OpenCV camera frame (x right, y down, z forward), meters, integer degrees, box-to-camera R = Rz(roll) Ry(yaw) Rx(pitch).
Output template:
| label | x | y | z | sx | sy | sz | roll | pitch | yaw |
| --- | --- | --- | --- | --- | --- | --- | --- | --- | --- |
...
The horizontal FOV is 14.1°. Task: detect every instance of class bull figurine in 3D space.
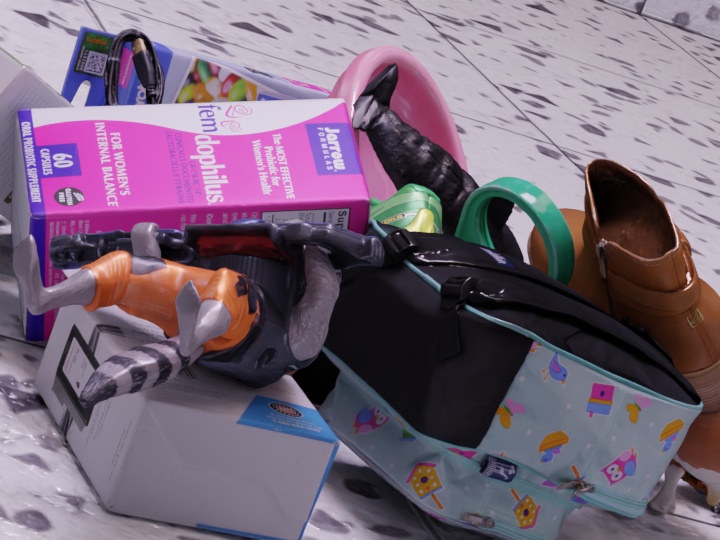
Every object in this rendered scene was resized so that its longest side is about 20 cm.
| label | x | y | z | sx | sy | sz | roll | pitch | yaw |
| --- | --- | --- | --- | --- | --- | --- | --- | --- | --- |
| bull figurine | 0.212 | 0.106 | 1.805 | 0.065 | 0.122 | 0.200 | 11 | 18 | -38 |

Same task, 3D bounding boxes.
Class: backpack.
| label | x | y | z | sx | sy | sz | roll | pitch | yaw |
| --- | --- | --- | --- | --- | --- | --- | --- | --- | --- |
| backpack | 0.086 | 0.074 | 1.671 | 0.200 | 0.154 | 0.176 | 14 | 11 | -35 |

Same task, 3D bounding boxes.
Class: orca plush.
| label | x | y | z | sx | sy | sz | roll | pitch | yaw |
| --- | --- | --- | --- | --- | --- | --- | --- | --- | --- |
| orca plush | 0.072 | -0.059 | 1.998 | 0.200 | 0.071 | 0.105 | 61 | 21 | -21 |

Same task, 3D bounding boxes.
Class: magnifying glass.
| label | x | y | z | sx | sy | sz | roll | pitch | yaw |
| --- | --- | --- | --- | --- | --- | --- | --- | --- | --- |
| magnifying glass | 0.069 | 0.000 | 1.807 | 0.022 | 0.200 | 0.080 | -29 | 87 | -31 |

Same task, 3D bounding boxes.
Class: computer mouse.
| label | x | y | z | sx | sy | sz | roll | pitch | yaw |
| --- | --- | --- | --- | --- | --- | --- | --- | --- | --- |
| computer mouse | -0.120 | -0.070 | 1.910 | 0.058 | 0.200 | 0.034 | -18 | -13 | -24 |

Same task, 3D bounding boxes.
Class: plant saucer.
| label | x | y | z | sx | sy | sz | roll | pitch | yaw |
| --- | --- | --- | --- | --- | --- | --- | --- | --- | --- |
| plant saucer | 0.019 | -0.055 | 2.042 | 0.051 | 0.201 | 0.200 | -11 | 0 | 25 |

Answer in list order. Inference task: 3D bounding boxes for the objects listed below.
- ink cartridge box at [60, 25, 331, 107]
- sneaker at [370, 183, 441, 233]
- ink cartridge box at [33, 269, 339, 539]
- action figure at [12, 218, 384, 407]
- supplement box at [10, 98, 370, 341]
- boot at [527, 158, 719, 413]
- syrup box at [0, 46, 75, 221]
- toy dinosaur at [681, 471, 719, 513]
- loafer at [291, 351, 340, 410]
| label | x | y | z | sx | sy | sz | roll | pitch | yaw |
| --- | --- | --- | --- | --- | --- | --- | --- | --- | --- |
| ink cartridge box | -0.118 | -0.091 | 2.040 | 0.200 | 0.120 | 0.042 | 14 | 10 | -27 |
| sneaker | 0.000 | 0.000 | 1.839 | 0.074 | 0.084 | 0.200 | 29 | -27 | -21 |
| ink cartridge box | -0.103 | 0.068 | 1.590 | 0.116 | 0.068 | 0.200 | 14 | 17 | -25 |
| action figure | -0.098 | 0.023 | 1.515 | 0.200 | 0.105 | 0.193 | -1 | -6 | 33 |
| supplement box | -0.101 | -0.030 | 1.716 | 0.199 | 0.104 | 0.101 | -2 | 41 | -12 |
| boot | 0.155 | -0.016 | 1.766 | 0.200 | 0.074 | 0.155 | 41 | -14 | 41 |
| syrup box | -0.208 | -0.074 | 1.794 | 0.079 | 0.082 | 0.200 | 37 | -4 | 30 |
| toy dinosaur | 0.280 | 0.125 | 1.914 | 0.200 | 0.102 | 0.136 | -12 | 13 | -28 |
| loafer | -0.025 | 0.053 | 1.766 | 0.200 | 0.072 | 0.063 | 21 | 20 | -10 |
